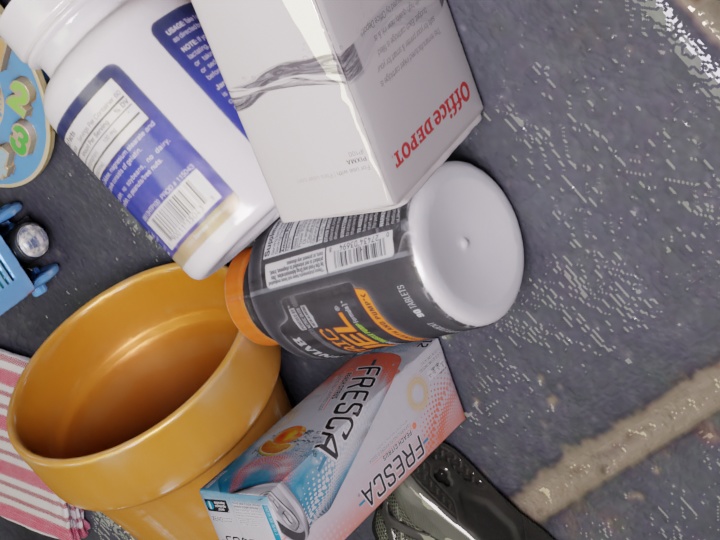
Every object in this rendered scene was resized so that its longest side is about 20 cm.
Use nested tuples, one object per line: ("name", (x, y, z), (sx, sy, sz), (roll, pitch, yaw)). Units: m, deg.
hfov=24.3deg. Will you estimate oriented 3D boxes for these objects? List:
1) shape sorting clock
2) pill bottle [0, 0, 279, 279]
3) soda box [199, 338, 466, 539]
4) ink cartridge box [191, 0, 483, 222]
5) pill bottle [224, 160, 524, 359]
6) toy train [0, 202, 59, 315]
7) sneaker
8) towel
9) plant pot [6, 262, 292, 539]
("shape sorting clock", (-0.312, -0.151, 1.283), (0.200, 0.039, 0.200), (21, 130, 27))
("pill bottle", (-0.125, -0.104, 1.039), (0.200, 0.120, 0.120), (48, 137, 0))
("soda box", (-0.013, 0.120, 1.113), (0.064, 0.200, 0.068), (-3, 116, 40))
("ink cartridge box", (-0.018, -0.146, 0.958), (0.083, 0.147, 0.200), (-8, 114, 31))
("pill bottle", (0.000, 0.000, 1.086), (0.200, 0.106, 0.106), (-14, 109, 45))
("toy train", (-0.332, 0.010, 1.357), (0.200, 0.114, 0.087), (-18, 106, 45))
("sneaker", (0.085, 0.223, 1.200), (0.199, 0.076, 0.114), (44, 139, 10))
("towel", (-0.318, 0.148, 1.512), (0.146, 0.030, 0.200), (14, 125, 32))
("plant pot", (-0.126, 0.126, 1.232), (0.200, 0.200, 0.183), (0, 134, 39))
